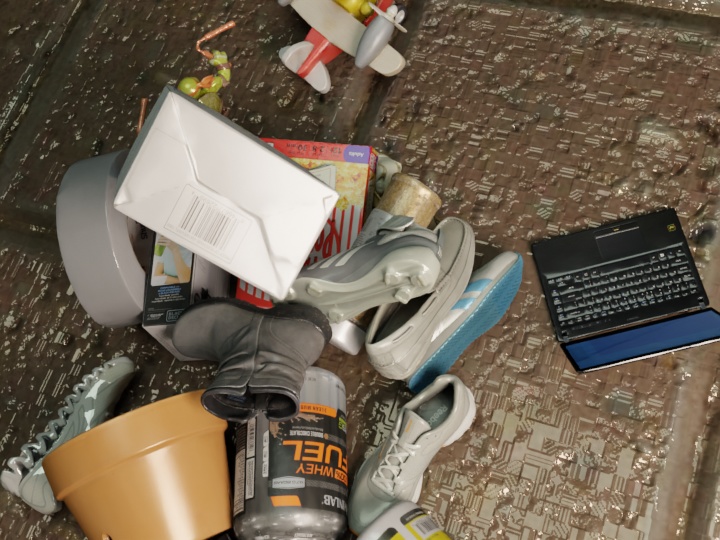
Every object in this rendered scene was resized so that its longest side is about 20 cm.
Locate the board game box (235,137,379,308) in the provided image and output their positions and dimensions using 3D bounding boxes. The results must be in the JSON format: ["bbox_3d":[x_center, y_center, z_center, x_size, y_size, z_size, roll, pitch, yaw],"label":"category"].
[{"bbox_3d":[-0.064,-0.050,1.116,0.148,0.046,0.205,5,87,15],"label":"board game box"}]

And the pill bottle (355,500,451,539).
[{"bbox_3d":[0.079,0.332,0.899,0.112,0.113,0.199,-43,63,-10],"label":"pill bottle"}]

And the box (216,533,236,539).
[{"bbox_3d":[-0.190,0.393,0.973,0.197,0.036,0.144,-31,63,-2],"label":"box"}]

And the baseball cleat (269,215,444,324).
[{"bbox_3d":[0.000,0.000,0.979,0.196,0.071,0.107,-9,38,27],"label":"baseball cleat"}]

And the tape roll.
[{"bbox_3d":[-0.282,-0.037,1.106,0.065,0.201,0.204,-11,62,10],"label":"tape roll"}]

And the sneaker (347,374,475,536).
[{"bbox_3d":[0.046,0.189,0.987,0.075,0.092,0.201,31,75,23],"label":"sneaker"}]

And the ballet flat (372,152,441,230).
[{"bbox_3d":[0.045,-0.096,1.137,0.068,0.064,0.201,-22,61,-30],"label":"ballet flat"}]

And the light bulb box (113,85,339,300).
[{"bbox_3d":[-0.147,-0.089,0.979,0.196,0.200,0.126,30,94,-17],"label":"light bulb box"}]

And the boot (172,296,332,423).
[{"bbox_3d":[-0.134,0.092,0.949,0.196,0.071,0.133,-6,34,27],"label":"boot"}]

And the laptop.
[{"bbox_3d":[0.292,0.016,1.009,0.173,0.104,0.204,-13,62,5],"label":"laptop"}]

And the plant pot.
[{"bbox_3d":[-0.217,0.230,0.982,0.197,0.200,0.142,-24,79,0],"label":"plant pot"}]

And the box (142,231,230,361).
[{"bbox_3d":[-0.203,-0.007,1.124,0.059,0.117,0.204,-5,65,12],"label":"box"}]

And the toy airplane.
[{"bbox_3d":[-0.034,-0.341,1.232,0.195,0.142,0.204,-2,65,11],"label":"toy airplane"}]

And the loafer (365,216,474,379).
[{"bbox_3d":[0.066,0.020,1.002,0.069,0.070,0.202,9,60,36],"label":"loafer"}]

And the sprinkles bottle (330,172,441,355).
[{"bbox_3d":[0.016,-0.008,1.042,0.067,0.068,0.203,27,82,23],"label":"sprinkles bottle"}]

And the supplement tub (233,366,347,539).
[{"bbox_3d":[-0.073,0.214,0.984,0.119,0.123,0.204,-6,64,9],"label":"supplement tub"}]

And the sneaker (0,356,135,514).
[{"bbox_3d":[-0.324,0.192,1.087,0.080,0.075,0.201,36,78,10],"label":"sneaker"}]

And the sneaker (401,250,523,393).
[{"bbox_3d":[0.105,0.042,1.056,0.199,0.077,0.081,-41,58,-12],"label":"sneaker"}]

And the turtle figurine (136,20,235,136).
[{"bbox_3d":[-0.194,-0.204,1.189,0.063,0.162,0.202,25,71,22],"label":"turtle figurine"}]
